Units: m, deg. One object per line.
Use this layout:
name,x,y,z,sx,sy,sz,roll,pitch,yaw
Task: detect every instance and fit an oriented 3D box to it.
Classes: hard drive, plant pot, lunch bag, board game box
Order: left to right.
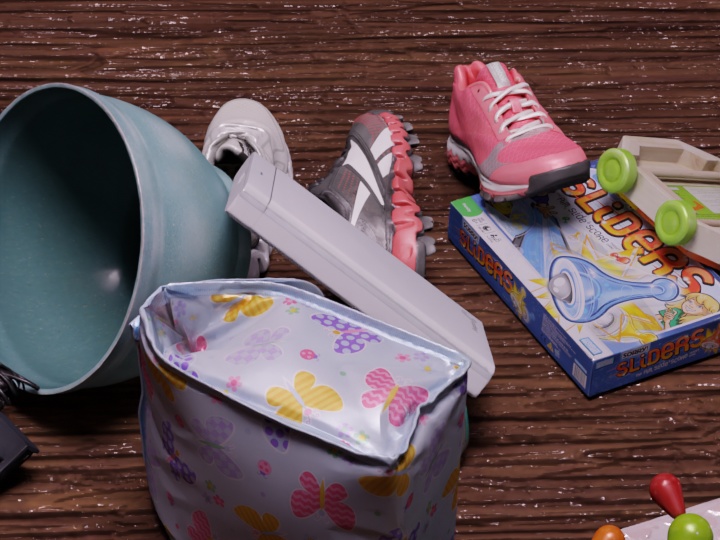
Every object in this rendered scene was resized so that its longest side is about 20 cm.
plant pot,-0.158,-0.018,1.340,0.133,0.202,0.200,3,29,-45
lunch bag,-0.043,0.102,1.191,0.198,0.171,0.127,19,42,21
hard drive,0.000,0.000,1.318,0.199,0.027,0.132,37,10,-8
board game box,0.169,0.001,1.440,0.134,0.035,0.200,-17,42,-23

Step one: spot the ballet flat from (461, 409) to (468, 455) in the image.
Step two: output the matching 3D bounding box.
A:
ballet flat,-0.025,0.081,1.304,0.198,0.064,0.068,9,38,8

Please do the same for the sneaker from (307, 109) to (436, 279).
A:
sneaker,-0.002,-0.053,1.468,0.097,0.071,0.201,1,40,-6

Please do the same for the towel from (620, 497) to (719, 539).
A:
towel,0.258,0.206,1.192,0.190,0.032,0.200,-18,42,-23

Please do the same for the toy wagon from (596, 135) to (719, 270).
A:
toy wagon,0.268,-0.037,1.457,0.154,0.040,0.200,0,35,-40

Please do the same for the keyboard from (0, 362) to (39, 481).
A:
keyboard,-0.287,0.070,1.299,0.104,0.040,0.200,-41,54,-17

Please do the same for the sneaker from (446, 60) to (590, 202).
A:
sneaker,0.106,-0.108,1.485,0.073,0.088,0.200,-15,18,-15

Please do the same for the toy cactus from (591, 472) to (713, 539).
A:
toy cactus,0.138,0.215,1.117,0.199,0.103,0.165,-29,66,-21

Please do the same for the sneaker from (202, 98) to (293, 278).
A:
sneaker,-0.089,-0.077,1.487,0.074,0.082,0.201,1,37,1
